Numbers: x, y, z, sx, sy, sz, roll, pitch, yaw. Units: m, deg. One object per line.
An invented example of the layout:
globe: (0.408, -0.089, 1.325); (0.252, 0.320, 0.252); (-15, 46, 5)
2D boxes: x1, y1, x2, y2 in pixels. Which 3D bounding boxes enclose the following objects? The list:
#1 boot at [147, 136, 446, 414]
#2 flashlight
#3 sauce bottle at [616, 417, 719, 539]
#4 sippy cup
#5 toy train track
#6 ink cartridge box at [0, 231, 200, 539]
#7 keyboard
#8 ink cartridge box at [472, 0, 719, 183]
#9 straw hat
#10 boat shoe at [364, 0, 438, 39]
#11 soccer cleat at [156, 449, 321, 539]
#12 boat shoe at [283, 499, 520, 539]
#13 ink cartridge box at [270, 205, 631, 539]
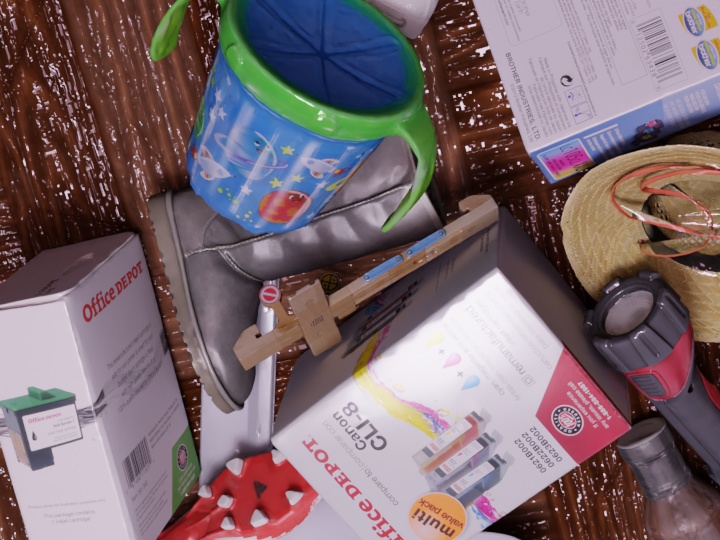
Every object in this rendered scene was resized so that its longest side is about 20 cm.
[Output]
boot: (-0.035, -0.007, 1.103); (0.199, 0.073, 0.182); (-16, 98, 4)
flashlight: (0.233, 0.084, 1.081); (0.068, 0.068, 0.200); (-41, 121, 9)
sauce bottle: (0.249, 0.199, 1.142); (0.065, 0.065, 0.200); (-25, 102, 14)
sippy cup: (-0.047, -0.098, 1.001); (0.130, 0.139, 0.178); (-56, 50, 38)
toy train track: (0.000, 0.000, 1.047); (0.200, 0.115, 0.033); (-30, 68, -5)
ink cartridge box: (-0.193, 0.090, 1.114); (0.084, 0.146, 0.201); (-8, 106, 15)
keyboard: (-0.092, 0.084, 1.174); (0.056, 0.011, 0.201); (7, 108, 10)
ink cartridge box: (0.184, -0.160, 0.998); (0.199, 0.076, 0.137); (-22, 73, 15)
straw hat: (0.233, -0.045, 1.046); (0.200, 0.085, 0.201); (9, 143, 7)
boat shoe: (-0.046, -0.202, 1.047); (0.201, 0.075, 0.086); (18, 115, -9)
soccer cleat: (-0.099, 0.202, 1.182); (0.200, 0.069, 0.085); (-37, 144, 10)
boat shoe: (0.039, 0.220, 1.173); (0.199, 0.072, 0.068); (6, 147, 18)
ink cartridge box: (0.063, 0.085, 1.083); (0.200, 0.145, 0.145); (-38, 102, 17)
